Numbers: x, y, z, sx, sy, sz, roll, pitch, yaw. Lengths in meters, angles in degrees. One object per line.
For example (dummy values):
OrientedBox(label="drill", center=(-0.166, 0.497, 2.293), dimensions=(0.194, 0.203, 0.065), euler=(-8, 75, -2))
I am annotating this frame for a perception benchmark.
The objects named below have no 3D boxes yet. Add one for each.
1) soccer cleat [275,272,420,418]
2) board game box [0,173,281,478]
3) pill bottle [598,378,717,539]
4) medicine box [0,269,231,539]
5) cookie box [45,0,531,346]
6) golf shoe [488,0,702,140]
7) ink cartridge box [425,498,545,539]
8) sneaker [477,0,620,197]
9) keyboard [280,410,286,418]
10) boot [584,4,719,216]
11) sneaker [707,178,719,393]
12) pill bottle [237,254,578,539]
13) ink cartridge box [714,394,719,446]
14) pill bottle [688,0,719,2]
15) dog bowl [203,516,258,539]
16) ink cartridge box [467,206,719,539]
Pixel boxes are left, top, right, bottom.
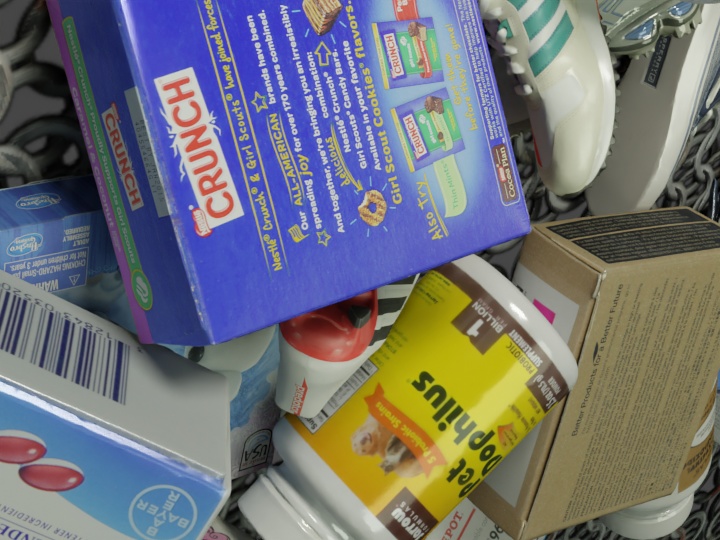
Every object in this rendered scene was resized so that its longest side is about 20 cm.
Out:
OrientedBox(label="soccer cleat", center=(0.000, 0.000, 0.808), dimensions=(0.201, 0.068, 0.086), euler=(-62, 174, -49))
OrientedBox(label="board game box", center=(-0.121, 0.042, 0.770), dimensions=(0.199, 0.043, 0.201), euler=(-14, 127, -39))
OrientedBox(label="pill bottle", center=(0.228, 0.126, 1.154), dimensions=(0.114, 0.114, 0.201), euler=(-34, 141, -20))
OrientedBox(label="medicine box", center=(-0.183, 0.112, 0.656), dimensions=(0.181, 0.103, 0.201), euler=(26, 109, -17))
OrientedBox(label="cookie box", center=(-0.029, -0.073, 0.687), dimensions=(0.199, 0.075, 0.173), euler=(-18, 96, -35))
OrientedBox(label="golf shoe", center=(0.109, -0.150, 0.851), dimensions=(0.199, 0.078, 0.098), euler=(-36, 119, -20))
OrientedBox(label="ink cartridge box", center=(0.090, 0.198, 1.057), dimensions=(0.200, 0.067, 0.117), euler=(-25, 142, -63))
OrientedBox(label="sneaker", center=(0.083, -0.139, 0.772), dimensions=(0.092, 0.070, 0.202), euler=(-5, 96, -15))
OrientedBox(label="keyboard", center=(-0.101, 0.075, 0.864), dimensions=(0.199, 0.011, 0.057), euler=(6, 122, -48))
OrientedBox(label="boot", center=(0.224, -0.119, 0.968), dimensions=(0.090, 0.073, 0.202), euler=(-1, 122, -35))
OrientedBox(label="sneaker", center=(0.288, 0.024, 1.100), dimensions=(0.147, 0.080, 0.202), euler=(-56, 158, -67))
OrientedBox(label="pill bottle", center=(0.025, 0.092, 0.836), dimensions=(0.200, 0.109, 0.109), euler=(-45, 143, -4))
OrientedBox(label="ink cartridge box", center=(0.419, 0.081, 1.283), dimensions=(0.144, 0.145, 0.202), euler=(-14, 131, -37))
OrientedBox(label="pill bottle", center=(0.195, -0.240, 0.732), dimensions=(0.201, 0.113, 0.115), euler=(-64, 151, -28))
OrientedBox(label="dog bowl", center=(-0.142, 0.217, 0.849), dimensions=(0.200, 0.074, 0.201), euler=(-43, 162, -17))
OrientedBox(label="ink cartridge box", center=(0.163, 0.065, 0.953), dimensions=(0.164, 0.075, 0.202), euler=(-6, 121, -39))
